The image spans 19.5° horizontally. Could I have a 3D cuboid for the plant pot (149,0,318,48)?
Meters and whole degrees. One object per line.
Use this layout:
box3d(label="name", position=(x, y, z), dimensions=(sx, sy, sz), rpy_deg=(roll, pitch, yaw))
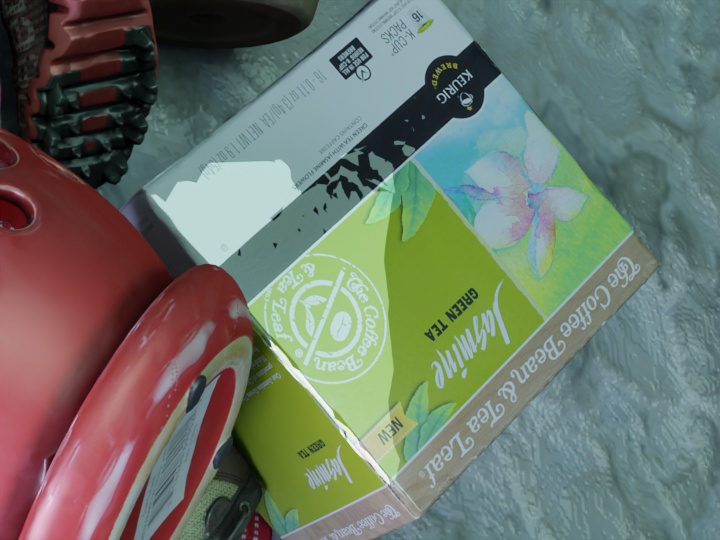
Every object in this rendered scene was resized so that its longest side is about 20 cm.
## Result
box3d(label="plant pot", position=(-0.081, -0.217, 1.115), dimensions=(0.199, 0.200, 0.176), rpy_deg=(6, 79, -33))

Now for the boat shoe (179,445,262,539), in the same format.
box3d(label="boat shoe", position=(-0.103, 0.158, 0.950), dimensions=(0.065, 0.073, 0.201), rpy_deg=(42, 63, -22))

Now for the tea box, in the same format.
box3d(label="tea box", position=(0.000, 0.000, 1.027), dimensions=(0.197, 0.134, 0.200), rpy_deg=(49, 59, -4))

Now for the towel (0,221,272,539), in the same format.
box3d(label="towel", position=(-0.131, 0.054, 1.027), dimensions=(0.199, 0.022, 0.146), rpy_deg=(17, 58, -28))

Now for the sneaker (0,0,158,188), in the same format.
box3d(label="sneaker", position=(-0.147, -0.135, 1.043), dimensions=(0.070, 0.202, 0.098), rpy_deg=(-12, 31, -36))

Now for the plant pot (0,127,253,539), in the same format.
box3d(label="plant pot", position=(-0.155, 0.051, 0.852), dimensions=(0.182, 0.201, 0.201), rpy_deg=(27, 49, 10))
